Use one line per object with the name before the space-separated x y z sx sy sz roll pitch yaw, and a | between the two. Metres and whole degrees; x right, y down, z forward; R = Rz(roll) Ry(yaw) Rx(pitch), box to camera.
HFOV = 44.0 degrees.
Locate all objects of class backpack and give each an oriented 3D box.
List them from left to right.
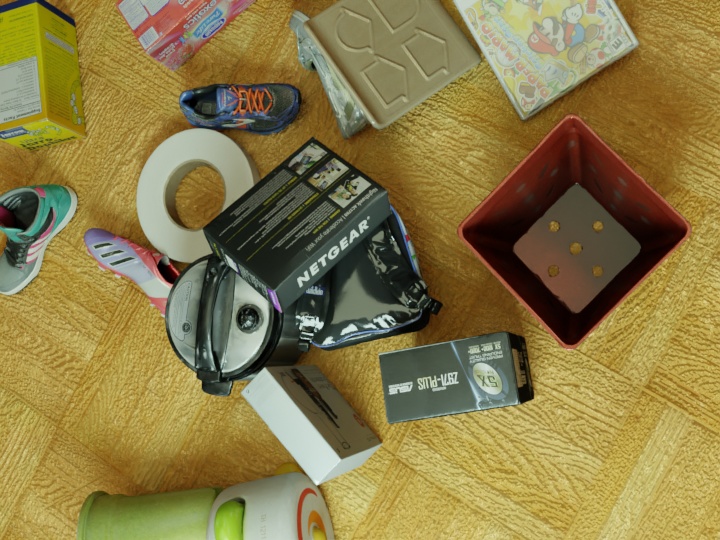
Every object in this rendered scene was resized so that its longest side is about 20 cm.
backpack | 0.000 0.000 1.203 0.196 0.154 0.195 -13 80 4

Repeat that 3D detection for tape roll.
tape roll | -0.243 -0.111 1.344 0.198 0.037 0.208 -2 84 16

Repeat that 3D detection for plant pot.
plant pot | -0.268 0.386 1.236 0.180 0.200 0.205 -15 80 3
plant pot | 0.266 -0.037 1.115 0.200 0.176 0.200 -45 75 7

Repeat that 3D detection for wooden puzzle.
wooden puzzle | 0.044 -0.314 1.249 0.198 0.046 0.187 -34 83 -16

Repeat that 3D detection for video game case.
video game case | 0.248 -0.339 1.208 0.180 0.023 0.203 -32 85 18

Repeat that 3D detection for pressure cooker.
pressure cooker | -0.169 0.061 1.221 0.178 0.200 0.177 -37 76 10

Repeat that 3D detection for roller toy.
roller toy | -0.108 0.368 1.183 0.137 0.200 0.186 -15 93 13

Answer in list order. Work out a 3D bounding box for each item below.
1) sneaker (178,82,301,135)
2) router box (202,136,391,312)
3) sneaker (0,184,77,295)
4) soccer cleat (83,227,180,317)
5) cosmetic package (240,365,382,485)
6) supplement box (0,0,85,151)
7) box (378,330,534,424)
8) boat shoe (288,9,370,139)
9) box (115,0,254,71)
sneaker | -0.181 -0.242 1.317 0.196 0.078 0.077 -5 84 16
router box | -0.080 -0.063 1.133 0.199 0.051 0.148 -42 58 -18
sneaker | -0.531 -0.052 1.379 0.083 0.121 0.202 35 95 16
soccer cleat | -0.331 -0.013 1.340 0.199 0.067 0.077 39 116 11
cosmetic package | -0.059 0.197 1.174 0.052 0.200 0.151 -42 76 9
supplement box | -0.516 -0.307 1.406 0.107 0.109 0.205 -10 81 15
box | 0.127 0.135 1.126 0.160 0.200 0.088 -11 81 14
boat shoe | -0.050 -0.287 1.288 0.064 0.074 0.204 -34 83 5
box | -0.256 -0.414 1.348 0.199 0.095 0.103 -39 76 9
